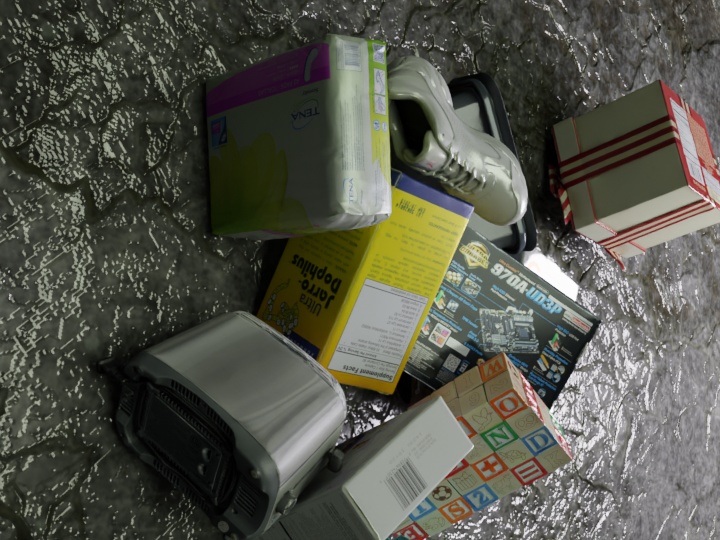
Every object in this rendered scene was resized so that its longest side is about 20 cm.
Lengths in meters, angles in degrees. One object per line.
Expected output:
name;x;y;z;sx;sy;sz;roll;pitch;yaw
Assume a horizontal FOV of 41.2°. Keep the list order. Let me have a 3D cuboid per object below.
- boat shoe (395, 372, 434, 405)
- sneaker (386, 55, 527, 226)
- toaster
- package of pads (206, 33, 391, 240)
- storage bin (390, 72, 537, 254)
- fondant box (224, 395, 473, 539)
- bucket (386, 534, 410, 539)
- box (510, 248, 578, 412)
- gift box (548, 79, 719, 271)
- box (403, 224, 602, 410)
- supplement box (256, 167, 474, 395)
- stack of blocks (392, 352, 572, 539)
boat shoe;0.036;0.055;1.014;0.072;0.072;0.200;-40;111;-32
sneaker;0.080;-0.109;0.924;0.200;0.078;0.099;45;34;-8
toaster;-0.109;0.117;0.797;0.129;0.200;0.114;-30;148;-48
package of pads;-0.059;-0.106;0.833;0.068;0.200;0.155;-1;87;-41
storage bin;0.083;-0.098;1.047;0.134;0.146;0.200;-19;102;-18
fondant box;-0.013;0.197;0.852;0.144;0.200;0.058;-34;90;-43
bucket;-0.012;0.346;0.849;0.207;0.207;0.135;-36;116;-42
box;0.171;0.083;1.134;0.124;0.097;0.200;35;63;-39
gift box;0.367;-0.118;1.293;0.184;0.187;0.200;25;53;-45
box;0.133;0.067;0.994;0.200;0.046;0.159;32;85;-20
supplement box;0.000;0.000;0.903;0.109;0.109;0.200;19;97;-44
stack of blocks;0.094;0.184;0.961;0.115;0.200;0.059;49;18;-26
